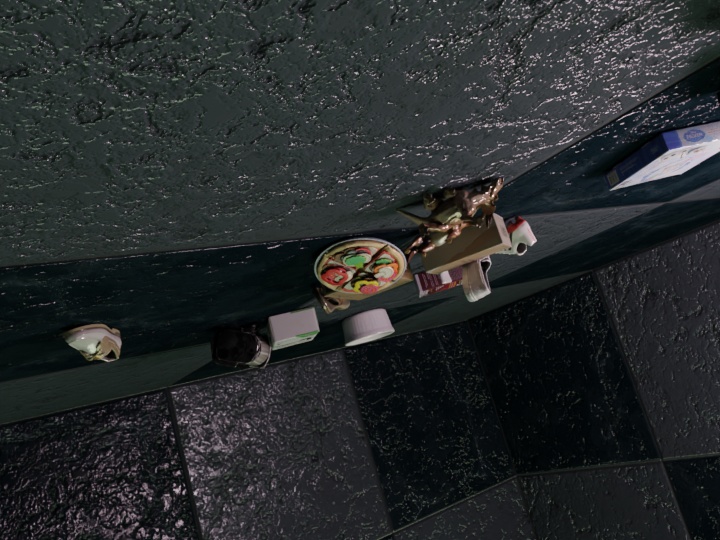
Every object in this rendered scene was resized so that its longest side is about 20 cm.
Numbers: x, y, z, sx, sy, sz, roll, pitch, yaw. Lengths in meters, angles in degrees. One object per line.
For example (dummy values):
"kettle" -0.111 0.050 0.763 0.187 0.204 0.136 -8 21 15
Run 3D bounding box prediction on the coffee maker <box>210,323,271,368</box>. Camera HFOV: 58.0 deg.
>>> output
"coffee maker" -0.379 0.239 1.952 0.191 0.135 0.200 -16 168 1

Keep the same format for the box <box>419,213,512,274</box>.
"box" 0.246 -0.061 1.543 0.199 0.078 0.095 -22 168 25

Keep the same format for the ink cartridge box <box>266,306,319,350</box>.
"ink cartridge box" -0.217 0.186 2.056 0.146 0.083 0.200 -13 169 -13

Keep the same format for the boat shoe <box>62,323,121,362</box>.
"boat shoe" -0.593 0.165 1.460 0.074 0.069 0.200 -18 169 5

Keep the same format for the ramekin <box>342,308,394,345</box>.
"ramekin" 0.024 0.218 2.520 0.199 0.098 0.201 -15 168 -3

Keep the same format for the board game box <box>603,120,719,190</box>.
"board game box" 0.646 -0.239 1.346 0.198 0.044 0.200 -13 168 -16

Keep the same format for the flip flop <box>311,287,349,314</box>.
"flip flop" -0.070 0.071 1.757 0.058 0.081 0.200 -38 164 16

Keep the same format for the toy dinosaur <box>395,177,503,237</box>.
"toy dinosaur" 0.175 -0.109 1.220 0.199 0.086 0.135 -15 177 22

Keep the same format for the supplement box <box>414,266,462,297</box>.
"supplement box" 0.269 0.021 2.017 0.199 0.061 0.109 -18 168 1

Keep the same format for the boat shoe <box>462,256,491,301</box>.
"boat shoe" 0.289 -0.012 1.600 0.068 0.200 0.072 -18 125 24

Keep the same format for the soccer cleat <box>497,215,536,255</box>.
"soccer cleat" 0.375 -0.068 1.646 0.069 0.085 0.200 -35 174 -23

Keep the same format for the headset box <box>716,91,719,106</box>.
"headset box" 0.666 -0.276 0.992 0.148 0.078 0.200 -19 -176 11

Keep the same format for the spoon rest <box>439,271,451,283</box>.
"spoon rest" 0.281 -0.039 1.794 0.099 0.061 0.200 -9 153 -40

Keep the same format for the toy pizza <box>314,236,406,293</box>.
"toy pizza" 0.000 0.000 1.395 0.199 0.032 0.201 -3 144 -2

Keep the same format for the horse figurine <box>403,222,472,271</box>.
"horse figurine" 0.167 -0.069 1.430 0.199 0.050 0.133 -29 -174 18

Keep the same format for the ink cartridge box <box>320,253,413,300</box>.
"ink cartridge box" 0.016 0.010 1.564 0.164 0.075 0.200 -20 168 21
